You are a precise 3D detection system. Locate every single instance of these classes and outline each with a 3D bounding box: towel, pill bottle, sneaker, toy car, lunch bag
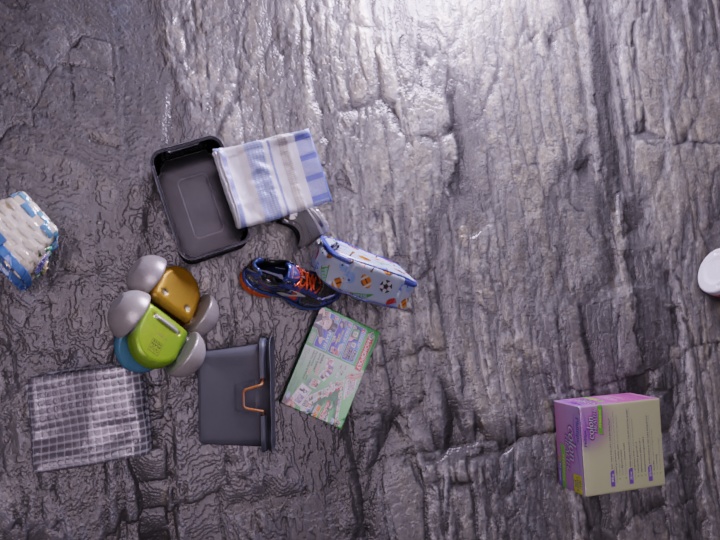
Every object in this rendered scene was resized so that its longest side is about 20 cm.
[{"bbox_3d":[-0.467,0.251,1.084,0.196,0.085,0.169,-7,87,-15],"label":"towel"},{"bbox_3d":[0.895,0.032,1.456,0.197,0.111,0.114,21,81,-13],"label":"pill bottle"},{"bbox_3d":[-0.127,0.022,1.185,0.196,0.079,0.077,9,62,-15],"label":"sneaker"},{"bbox_3d":[-0.148,-0.129,1.201,0.082,0.075,0.200,-44,98,-15],"label":"sneaker"},{"bbox_3d":[-0.354,0.090,1.086,0.175,0.148,0.202,44,34,-30],"label":"toy car"},{"bbox_3d":[-0.157,-0.170,1.145,0.197,0.024,0.150,-19,92,-25],"label":"towel"},{"bbox_3d":[0.000,0.000,1.192,0.197,0.160,0.077,22,101,-18],"label":"lunch bag"}]

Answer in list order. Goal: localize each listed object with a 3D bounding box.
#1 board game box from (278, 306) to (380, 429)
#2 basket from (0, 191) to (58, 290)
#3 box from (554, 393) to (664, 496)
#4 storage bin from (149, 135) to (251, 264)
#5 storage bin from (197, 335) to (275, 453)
[{"bbox_3d":[-0.059,0.187,1.228,0.133,0.029,0.203,26,80,-13],"label":"board game box"},{"bbox_3d":[-0.593,-0.022,1.022,0.200,0.176,0.140,-43,101,-25],"label":"basket"},{"bbox_3d":[0.524,0.362,1.332,0.196,0.097,0.180,-2,87,-16],"label":"box"},{"bbox_3d":[-0.291,-0.126,1.154,0.133,0.094,0.204,-19,90,-15],"label":"storage bin"},{"bbox_3d":[-0.222,0.224,1.133,0.131,0.146,0.205,-2,87,-5],"label":"storage bin"}]
